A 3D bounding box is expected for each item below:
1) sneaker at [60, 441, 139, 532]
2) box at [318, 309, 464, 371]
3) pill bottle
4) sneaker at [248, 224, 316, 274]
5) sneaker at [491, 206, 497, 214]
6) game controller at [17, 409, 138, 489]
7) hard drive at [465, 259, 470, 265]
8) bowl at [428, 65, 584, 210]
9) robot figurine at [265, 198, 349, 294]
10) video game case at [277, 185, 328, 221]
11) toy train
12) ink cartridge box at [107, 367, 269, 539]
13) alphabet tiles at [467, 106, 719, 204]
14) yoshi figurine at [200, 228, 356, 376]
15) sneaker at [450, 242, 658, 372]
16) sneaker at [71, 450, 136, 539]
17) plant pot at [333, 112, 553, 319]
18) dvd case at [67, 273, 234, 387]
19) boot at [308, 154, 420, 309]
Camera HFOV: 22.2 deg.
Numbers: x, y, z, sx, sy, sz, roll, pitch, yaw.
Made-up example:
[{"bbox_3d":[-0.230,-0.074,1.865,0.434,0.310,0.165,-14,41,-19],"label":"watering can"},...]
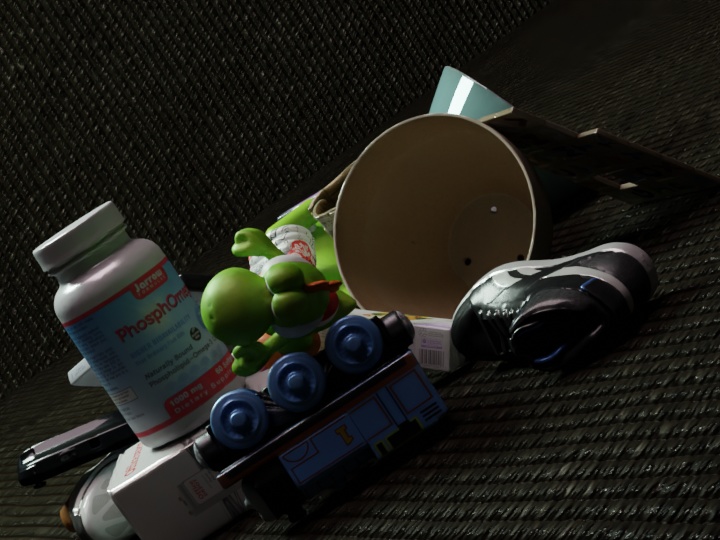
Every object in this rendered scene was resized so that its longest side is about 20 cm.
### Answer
[{"bbox_3d":[-0.230,0.198,1.845,0.085,0.073,0.200,-28,4,39],"label":"sneaker"},{"bbox_3d":[-0.006,0.056,1.602,0.199,0.042,0.039,5,11,23],"label":"box"},{"bbox_3d":[-0.195,0.045,1.593,0.109,0.200,0.109,-32,9,6],"label":"pill bottle"},{"bbox_3d":[-0.092,0.040,1.845,0.201,0.067,0.108,124,147,-47],"label":"sneaker"},{"bbox_3d":[0.104,-0.078,1.827,0.200,0.071,0.080,14,59,51],"label":"sneaker"},{"bbox_3d":[-0.237,0.157,1.775,0.200,0.042,0.104,-22,-2,-3],"label":"game controller"},{"bbox_3d":[0.088,-0.002,1.909,0.135,0.042,0.200,-33,10,1],"label":"hard drive"},{"bbox_3d":[0.140,-0.118,1.962,0.105,0.201,0.201,-52,8,3],"label":"bowl"},{"bbox_3d":[-0.040,0.013,1.949,0.115,0.176,0.200,-17,32,0],"label":"robot figurine"},{"bbox_3d":[0.025,-0.050,2.073,0.200,0.143,0.019,-30,11,20],"label":"video game case"},{"bbox_3d":[-0.030,0.116,1.441,0.200,0.114,0.087,-33,-3,-1],"label":"toy train"},{"bbox_3d":[-0.113,0.158,1.624,0.200,0.083,0.147,-32,9,3],"label":"ink cartridge box"},{"bbox_3d":[0.201,-0.102,1.646,0.167,0.200,0.008,-11,62,69],"label":"alphabet tiles"},{"bbox_3d":[-0.080,0.028,1.489,0.112,0.112,0.200,-48,-6,-5],"label":"yoshi figurine"},{"bbox_3d":[0.125,0.041,1.421,0.200,0.073,0.112,-24,11,42],"label":"sneaker"},{"bbox_3d":[-0.179,0.186,1.738,0.200,0.076,0.115,-38,7,-41],"label":"sneaker"},{"bbox_3d":[0.095,-0.033,1.665,0.200,0.201,0.134,-30,-20,24],"label":"plant pot"},{"bbox_3d":[-0.166,0.061,1.735,0.142,0.018,0.200,5,-33,-42],"label":"dvd case"},{"bbox_3d":[0.000,0.000,1.743,0.200,0.155,0.072,-54,33,-14],"label":"boot"}]
